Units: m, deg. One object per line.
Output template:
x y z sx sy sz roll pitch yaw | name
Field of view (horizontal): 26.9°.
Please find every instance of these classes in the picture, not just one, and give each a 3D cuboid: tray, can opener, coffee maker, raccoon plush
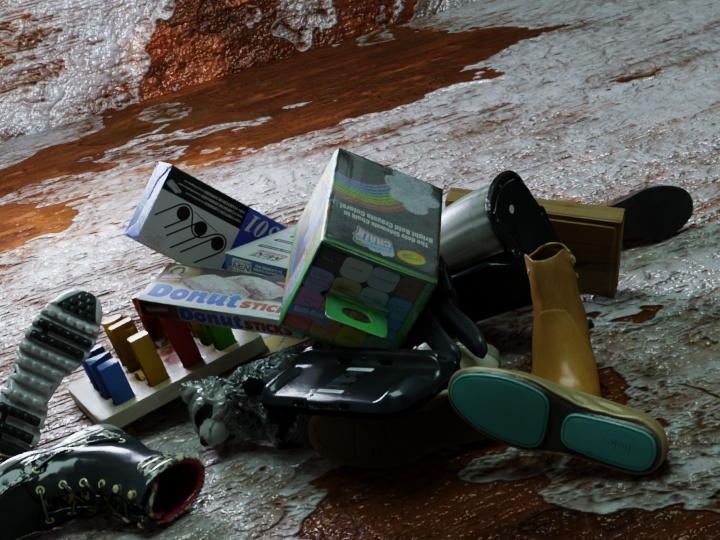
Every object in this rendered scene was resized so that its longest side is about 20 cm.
0.195 -0.031 1.710 0.199 0.099 0.037 8 32 13 | tray
0.077 0.047 1.500 0.063 0.079 0.200 -22 25 0 | can opener
0.115 0.016 1.640 0.200 0.193 0.135 -25 -7 34 | coffee maker
-0.087 0.119 1.555 0.134 0.097 0.200 0 22 46 | raccoon plush

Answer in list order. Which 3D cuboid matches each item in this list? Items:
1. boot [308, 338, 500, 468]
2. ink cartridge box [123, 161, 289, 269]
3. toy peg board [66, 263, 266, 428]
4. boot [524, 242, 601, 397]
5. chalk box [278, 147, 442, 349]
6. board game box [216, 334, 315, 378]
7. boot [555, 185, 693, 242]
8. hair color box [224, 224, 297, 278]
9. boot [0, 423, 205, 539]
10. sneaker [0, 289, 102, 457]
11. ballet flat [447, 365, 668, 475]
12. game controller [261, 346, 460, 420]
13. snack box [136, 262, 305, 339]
0.049 0.124 1.478 0.199 0.072 0.155 -12 16 2 | boot
-0.163 -0.039 1.735 0.200 0.094 0.044 28 -5 -32 | ink cartridge box
-0.239 0.076 1.702 0.199 0.098 0.200 -28 15 -16 | toy peg board
0.187 0.060 1.454 0.071 0.145 0.201 -10 18 11 | boot
0.000 0.000 1.488 0.124 0.124 0.200 21 39 -11 | chalk box
-0.097 0.107 1.684 0.135 0.035 0.200 -9 18 13 | board game box
0.302 -0.066 1.922 0.188 0.069 0.200 -26 13 -13 | boot
-0.051 -0.010 1.707 0.100 0.061 0.200 13 23 36 | hair color box
-0.261 0.213 1.423 0.153 0.074 0.203 8 27 43 | boot
-0.356 0.109 1.674 0.200 0.075 0.081 -60 13 -7 | sneaker
0.175 0.131 1.334 0.199 0.069 0.063 20 18 15 | ballet flat
-0.003 0.105 1.402 0.200 0.042 0.104 -2 32 46 | game controller
-0.132 0.031 1.576 0.199 0.024 0.072 7 37 26 | snack box
